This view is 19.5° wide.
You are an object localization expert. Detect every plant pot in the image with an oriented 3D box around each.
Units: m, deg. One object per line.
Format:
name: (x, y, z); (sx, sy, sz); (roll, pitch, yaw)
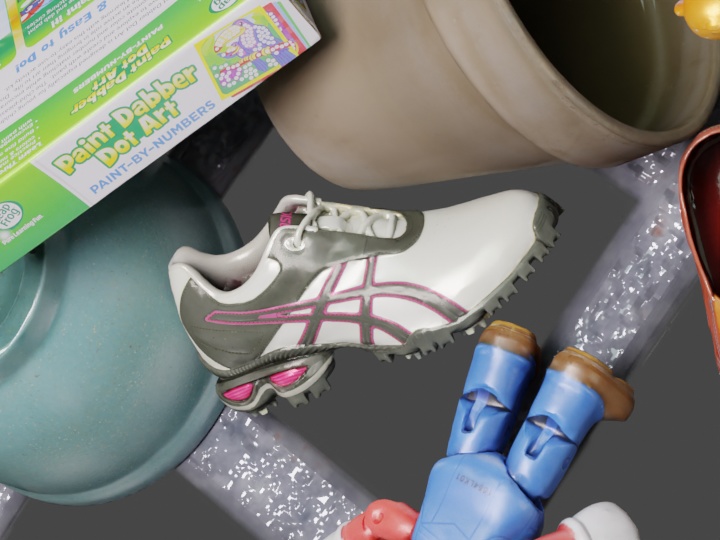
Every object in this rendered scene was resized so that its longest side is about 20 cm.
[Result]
plant pot: (0.044, -0.123, 0.995); (0.173, 0.200, 0.201); (-23, 67, 37)
plant pot: (-0.175, 0.014, 1.089); (0.199, 0.134, 0.201); (-7, 75, 25)

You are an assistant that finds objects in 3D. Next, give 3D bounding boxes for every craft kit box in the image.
craft kit box: (-0.128, -0.117, 1.006); (0.200, 0.049, 0.198); (-34, 36, 12)

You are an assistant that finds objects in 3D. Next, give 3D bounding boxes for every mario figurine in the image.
mario figurine: (0.052, 0.131, 0.991); (0.201, 0.106, 0.123); (-61, 23, -10)

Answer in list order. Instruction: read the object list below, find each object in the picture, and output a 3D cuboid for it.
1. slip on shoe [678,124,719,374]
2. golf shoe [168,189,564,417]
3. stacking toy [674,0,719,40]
slip on shoe: (0.187, 0.023, 0.943); (0.074, 0.061, 0.201); (-22, 70, 19)
golf shoe: (0.000, 0.000, 1.018); (0.199, 0.088, 0.077); (-24, 24, 18)
stacking toy: (0.179, -0.165, 0.918); (0.116, 0.110, 0.200); (-4, 42, 30)
